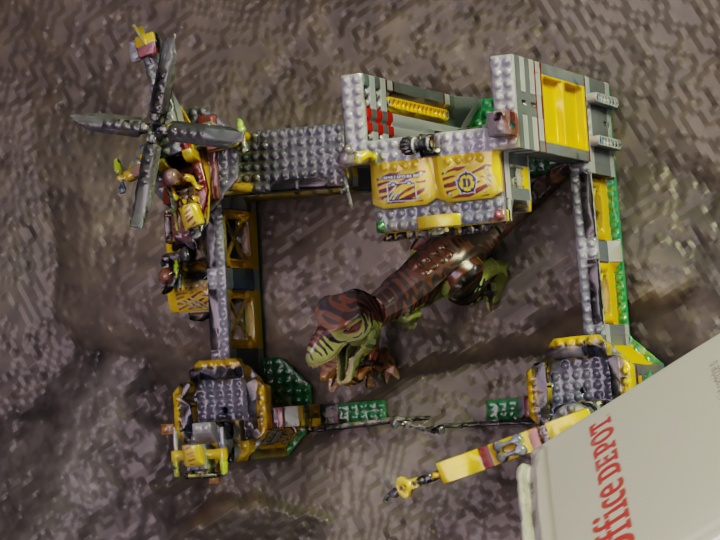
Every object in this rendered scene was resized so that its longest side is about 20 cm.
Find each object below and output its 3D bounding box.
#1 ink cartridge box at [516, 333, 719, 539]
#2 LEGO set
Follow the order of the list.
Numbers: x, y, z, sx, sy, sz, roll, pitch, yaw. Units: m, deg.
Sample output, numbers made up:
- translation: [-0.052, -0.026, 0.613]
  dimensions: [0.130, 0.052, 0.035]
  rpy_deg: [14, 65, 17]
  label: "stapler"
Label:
- translation: [0.149, 0.056, 0.672]
  dimensions: [0.200, 0.146, 0.085]
  rpy_deg: [-31, 102, 10]
  label: "ink cartridge box"
- translation: [0.000, 0.000, 0.775]
  dimensions: [0.200, 0.116, 0.154]
  rpy_deg: [4, 90, 24]
  label: "LEGO set"
